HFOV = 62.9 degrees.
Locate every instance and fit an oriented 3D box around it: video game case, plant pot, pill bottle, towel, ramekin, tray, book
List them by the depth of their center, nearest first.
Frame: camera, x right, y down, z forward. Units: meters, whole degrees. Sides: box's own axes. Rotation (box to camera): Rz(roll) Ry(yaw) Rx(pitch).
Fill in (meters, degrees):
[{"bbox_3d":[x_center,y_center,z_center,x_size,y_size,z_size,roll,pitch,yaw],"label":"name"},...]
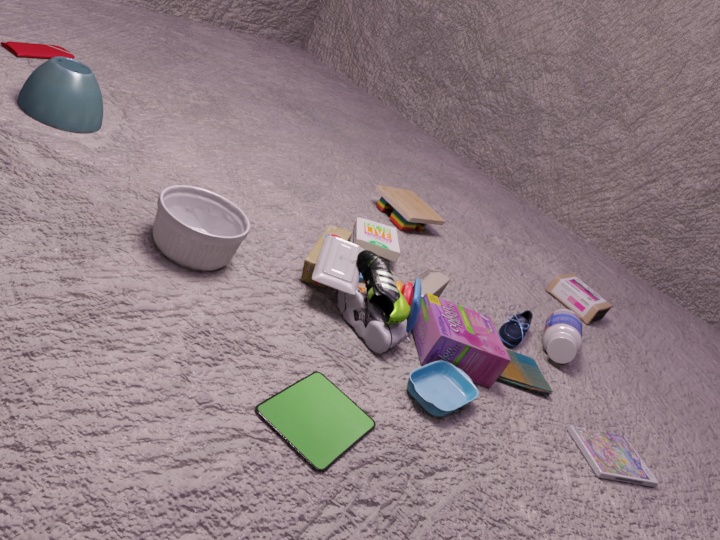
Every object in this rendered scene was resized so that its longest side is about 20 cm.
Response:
[{"bbox_3d":[-0.352,-0.088,1.279,0.200,0.105,0.200,24,25,-12],"label":"ramekin"},{"bbox_3d":[-0.046,-0.022,1.393,0.107,0.022,0.200,21,33,-6],"label":"tray"},{"bbox_3d":[0.607,0.446,1.418,0.199,0.018,0.143,17,28,-25],"label":"video game case"},{"bbox_3d":[-0.750,-0.462,1.507,0.200,0.135,0.200,24,26,-13],"label":"plant pot"},{"bbox_3d":[0.394,0.253,1.545,0.199,0.022,0.147,19,26,-18],"label":"towel"},{"bbox_3d":[0.603,0.198,1.758,0.112,0.112,0.200,34,26,9],"label":"pill bottle"},{"bbox_3d":[0.045,-0.094,1.765,0.133,0.048,0.200,19,22,-9],"label":"book"}]

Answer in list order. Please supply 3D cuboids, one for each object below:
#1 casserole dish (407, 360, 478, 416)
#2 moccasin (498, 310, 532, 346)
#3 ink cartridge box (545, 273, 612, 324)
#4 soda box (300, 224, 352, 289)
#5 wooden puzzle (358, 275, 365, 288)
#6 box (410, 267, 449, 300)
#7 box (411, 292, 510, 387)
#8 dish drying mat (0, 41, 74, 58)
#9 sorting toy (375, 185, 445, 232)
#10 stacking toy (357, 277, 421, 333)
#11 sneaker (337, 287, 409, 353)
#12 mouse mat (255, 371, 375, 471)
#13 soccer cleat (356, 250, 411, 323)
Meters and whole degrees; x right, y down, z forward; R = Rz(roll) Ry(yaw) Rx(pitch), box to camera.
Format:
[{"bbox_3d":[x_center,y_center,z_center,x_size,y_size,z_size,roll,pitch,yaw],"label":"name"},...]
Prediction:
[{"bbox_3d":[0.175,0.259,1.281,0.121,0.039,0.200,44,29,26],"label":"casserole dish"},{"bbox_3d":[0.456,0.158,1.725,0.080,0.068,0.200,35,26,11],"label":"moccasin"},{"bbox_3d":[0.818,0.102,2.204,0.200,0.075,0.164,45,28,27],"label":"ink cartridge box"},{"bbox_3d":[-0.083,-0.038,1.477,0.068,0.064,0.200,18,32,6],"label":"soda box"},{"bbox_3d":[0.000,0.000,1.569,0.185,0.037,0.200,11,32,-35],"label":"wooden puzzle"},{"bbox_3d":[0.169,0.060,1.589,0.068,0.082,0.200,35,24,13],"label":"box"},{"bbox_3d":[0.238,0.169,1.444,0.199,0.097,0.176,21,27,-18],"label":"box"},{"bbox_3d":[-0.969,-0.664,1.778,0.077,0.018,0.200,36,26,10],"label":"dish drying mat"},{"bbox_3d":[0.165,-0.210,2.088,0.198,0.070,0.200,1,38,-46],"label":"sorting toy"},{"bbox_3d":[0.045,0.066,1.439,0.199,0.116,0.110,12,31,2],"label":"stacking toy"},{"bbox_3d":[0.032,0.105,1.372,0.115,0.075,0.200,0,43,-47],"label":"sneaker"},{"bbox_3d":[-0.075,0.261,1.050,0.161,0.008,0.200,39,26,18],"label":"mouse mat"},{"bbox_3d":[0.040,0.033,1.339,0.081,0.068,0.200,-6,55,-45],"label":"soccer cleat"}]
